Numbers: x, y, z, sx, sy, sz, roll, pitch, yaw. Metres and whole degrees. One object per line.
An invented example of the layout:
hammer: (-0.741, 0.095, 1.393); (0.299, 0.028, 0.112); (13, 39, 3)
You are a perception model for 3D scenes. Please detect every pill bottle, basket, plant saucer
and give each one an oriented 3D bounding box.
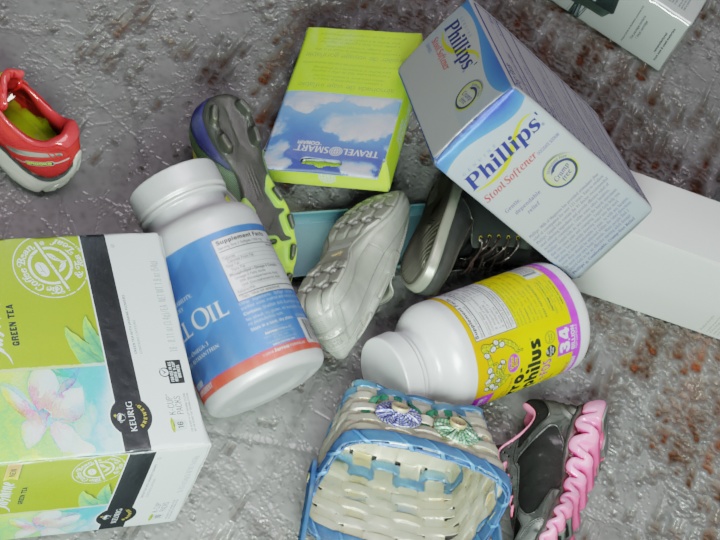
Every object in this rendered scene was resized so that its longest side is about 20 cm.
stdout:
pill bottle: (0.101, 0.067, 1.555); (0.199, 0.105, 0.105); (-18, 64, -30)
basket: (0.032, 0.192, 1.415); (0.175, 0.140, 0.201); (14, 43, -13)
pill bottle: (-0.120, 0.012, 1.482); (0.111, 0.112, 0.201); (-19, 74, -31)
plant saucer: (0.012, -0.027, 1.642); (0.198, 0.019, 0.070); (-6, 59, -24)

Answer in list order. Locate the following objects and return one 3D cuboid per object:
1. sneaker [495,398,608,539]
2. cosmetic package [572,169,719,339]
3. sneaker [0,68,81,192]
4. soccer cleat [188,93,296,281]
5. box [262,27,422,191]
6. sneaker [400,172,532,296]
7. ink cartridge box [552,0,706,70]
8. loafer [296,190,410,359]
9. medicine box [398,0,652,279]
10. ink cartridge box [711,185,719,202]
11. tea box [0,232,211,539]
sneaker: (0.150, 0.189, 1.521); (0.094, 0.079, 0.201); (14, 48, 16)
cosmetic package: (0.310, -0.012, 1.693); (0.198, 0.108, 0.085); (20, 51, -9)
sneaker: (-0.328, -0.156, 1.554); (0.199, 0.085, 0.077); (33, 50, 3)
soccer cleat: (-0.108, -0.060, 1.587); (0.064, 0.084, 0.202); (-12, 82, -27)
box: (-0.015, -0.149, 1.668); (0.121, 0.048, 0.201); (5, 49, 14)
sneaker: (0.107, -0.024, 1.601); (0.106, 0.075, 0.201); (36, 35, -8)
ink cartridge box: (0.288, -0.337, 1.929); (0.199, 0.083, 0.147); (34, 51, 3)
loafer: (0.000, 0.000, 1.574); (0.070, 0.069, 0.200); (61, 38, -25)
medicine box: (0.149, -0.122, 1.611); (0.199, 0.103, 0.183); (37, 20, -29)
ink cartridge box: (0.452, -0.098, 1.835); (0.116, 0.068, 0.200); (35, 51, 5)
tea box: (-0.243, 0.091, 1.381); (0.195, 0.134, 0.201); (-4, 58, -23)
